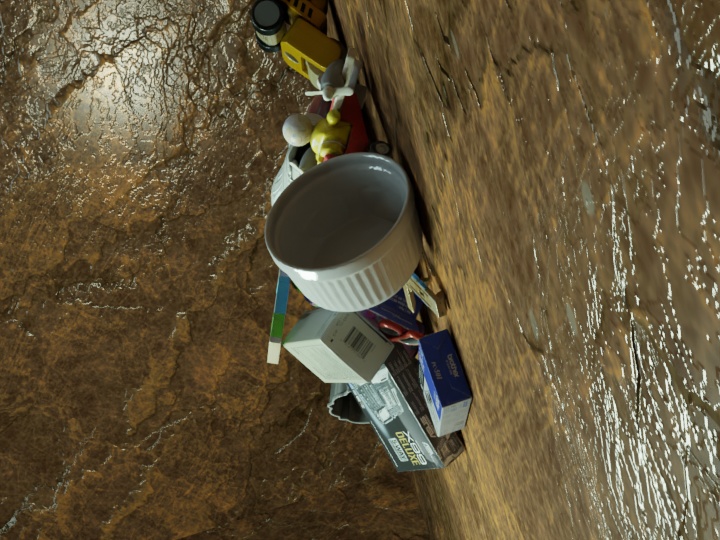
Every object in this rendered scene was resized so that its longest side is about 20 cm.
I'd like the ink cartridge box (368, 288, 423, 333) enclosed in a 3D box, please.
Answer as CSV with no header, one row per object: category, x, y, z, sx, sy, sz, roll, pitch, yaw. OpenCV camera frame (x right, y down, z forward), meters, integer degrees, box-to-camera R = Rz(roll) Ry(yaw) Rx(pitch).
ink cartridge box,0.000,0.000,1.442,0.048,0.195,0.200,-59,19,12

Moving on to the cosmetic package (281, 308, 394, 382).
cosmetic package,-0.038,0.113,1.462,0.105,0.071,0.199,42,162,-13

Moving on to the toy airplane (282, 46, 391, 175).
toy airplane,-0.044,-0.210,1.365,0.199,0.138,0.205,-149,59,-71

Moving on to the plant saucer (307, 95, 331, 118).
plant saucer,-0.063,-0.203,1.672,0.200,0.050,0.205,9,-90,-83

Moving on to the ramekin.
ramekin,-0.013,-0.043,1.217,0.202,0.197,0.106,-109,-7,-46

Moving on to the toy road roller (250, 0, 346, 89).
toy road roller,-0.085,-0.418,1.626,0.199,0.147,0.123,37,175,2

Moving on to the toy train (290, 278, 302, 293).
toy train,-0.078,-0.006,1.635,0.084,0.116,0.201,35,151,2

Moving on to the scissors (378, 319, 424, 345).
scissors,0.035,0.102,1.449,0.200,0.072,0.014,-27,42,68

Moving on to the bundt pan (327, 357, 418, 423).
bundt pan,0.037,0.207,1.716,0.203,0.197,0.077,79,-174,-62

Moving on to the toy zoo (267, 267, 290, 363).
toy zoo,-0.129,0.039,1.574,0.132,0.020,0.204,109,168,-69

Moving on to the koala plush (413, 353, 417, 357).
koala plush,0.007,0.059,1.696,0.200,0.173,0.187,70,-167,-69

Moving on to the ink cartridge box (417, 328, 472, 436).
ink cartridge box,0.111,0.156,1.292,0.201,0.043,0.096,82,170,-70

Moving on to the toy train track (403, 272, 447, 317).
toy train track,0.081,0.011,1.263,0.200,0.032,0.117,-129,22,-66

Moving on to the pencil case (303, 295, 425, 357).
pencil case,0.009,0.069,1.534,0.199,0.088,0.088,37,-167,-21

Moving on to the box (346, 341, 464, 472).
box,0.062,0.217,1.514,0.202,0.049,0.157,60,152,-3

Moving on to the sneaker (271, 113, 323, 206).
sneaker,-0.100,-0.145,1.520,0.100,0.076,0.204,-96,18,-74
